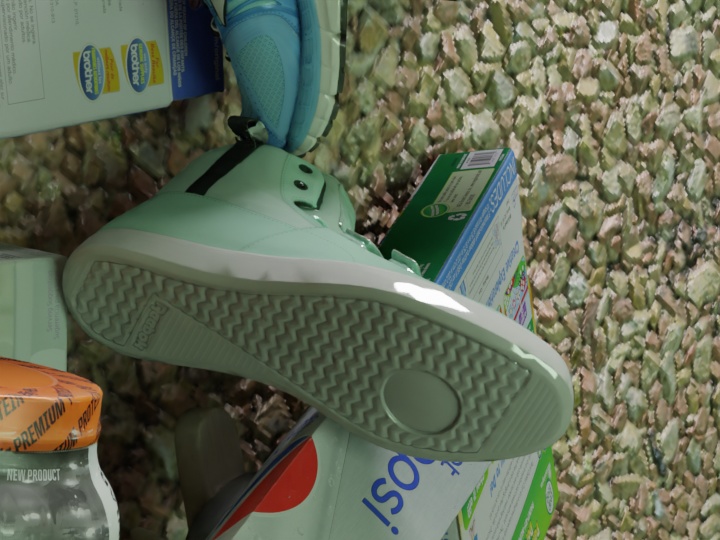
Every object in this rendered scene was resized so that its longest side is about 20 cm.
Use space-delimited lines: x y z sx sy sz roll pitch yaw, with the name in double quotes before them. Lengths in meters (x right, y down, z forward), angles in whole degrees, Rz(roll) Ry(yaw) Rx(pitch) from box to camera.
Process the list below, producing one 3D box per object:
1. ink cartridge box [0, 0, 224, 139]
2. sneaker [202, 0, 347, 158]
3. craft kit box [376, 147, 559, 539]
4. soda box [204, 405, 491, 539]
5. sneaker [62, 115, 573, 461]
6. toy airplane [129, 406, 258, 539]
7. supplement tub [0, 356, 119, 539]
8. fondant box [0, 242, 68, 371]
"ink cartridge box" -0.137 -0.113 0.776 0.200 0.042 0.120 -15 108 -43
"sneaker" -0.049 -0.132 0.796 0.078 0.090 0.200 -88 176 -50
"craft kit box" 0.048 0.067 0.947 0.200 0.048 0.198 -55 136 -64
"soda box" -0.023 0.112 0.759 0.068 0.063 0.200 44 43 -3
"sneaker" 0.000 0.000 0.778 0.118 0.200 0.074 -53 155 -51
"toy airplane" -0.047 0.182 0.855 0.200 0.141 0.200 39 69 -43
"supplement tub" -0.148 0.130 0.667 0.122 0.122 0.201 6 95 -48
"fondant box" -0.201 0.070 0.730 0.200 0.058 0.145 -8 103 -45
